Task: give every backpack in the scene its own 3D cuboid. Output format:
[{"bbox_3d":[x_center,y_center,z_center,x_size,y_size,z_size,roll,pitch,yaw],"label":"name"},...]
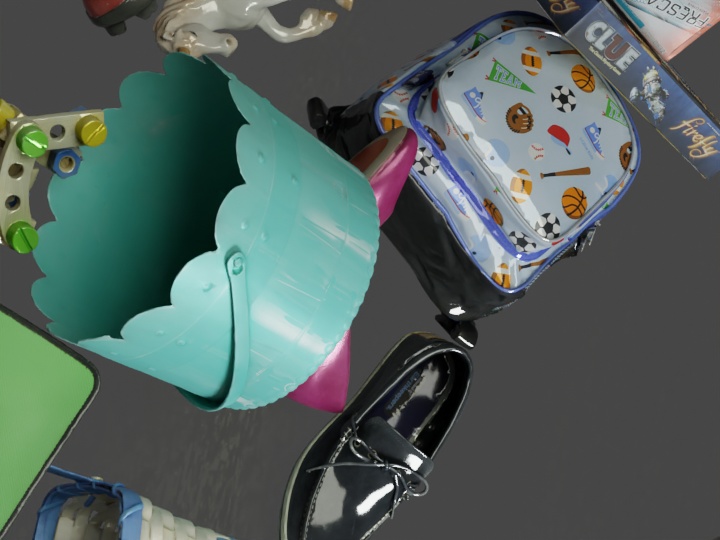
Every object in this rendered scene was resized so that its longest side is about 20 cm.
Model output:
[{"bbox_3d":[0.096,-0.085,1.732,0.190,0.154,0.201,-41,101,-41],"label":"backpack"}]

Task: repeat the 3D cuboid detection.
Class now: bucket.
[{"bbox_3d":[-0.095,-0.018,1.588,0.134,0.207,0.208,31,71,-34],"label":"bucket"}]

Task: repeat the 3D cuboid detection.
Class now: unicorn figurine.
[{"bbox_3d":[-0.073,-0.203,1.699,0.137,0.074,0.201,2,69,-19],"label":"unicorn figurine"}]

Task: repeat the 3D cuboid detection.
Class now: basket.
[{"bbox_3d":[-0.182,0.209,1.548,0.199,0.139,0.177,22,72,-33],"label":"basket"}]

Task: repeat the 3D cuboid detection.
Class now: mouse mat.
[{"bbox_3d":[-0.268,0.101,1.502,0.160,0.008,0.201,33,74,1],"label":"mouse mat"}]

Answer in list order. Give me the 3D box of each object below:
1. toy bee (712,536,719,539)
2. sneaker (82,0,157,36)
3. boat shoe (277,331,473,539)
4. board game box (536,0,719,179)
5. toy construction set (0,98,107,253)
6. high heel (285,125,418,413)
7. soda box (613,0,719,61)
[{"bbox_3d":[0.213,0.254,1.783,0.108,0.131,0.200,35,79,5],"label":"toy bee"},{"bbox_3d":[-0.148,-0.253,1.647,0.098,0.071,0.201,34,67,-40],"label":"sneaker"},{"bbox_3d":[0.011,0.124,1.710,0.075,0.062,0.200,43,68,-20],"label":"boat shoe"},{"bbox_3d":[0.174,-0.159,1.754,0.035,0.136,0.200,-42,135,10],"label":"board game box"},{"bbox_3d":[-0.266,-0.072,1.559,0.199,0.092,0.132,22,99,-17],"label":"toy construction set"},{"bbox_3d":[0.000,0.000,1.673,0.096,0.068,0.200,32,114,-15],"label":"high heel"},{"bbox_3d":[0.211,-0.220,1.785,0.063,0.200,0.068,-38,107,17],"label":"soda box"}]
